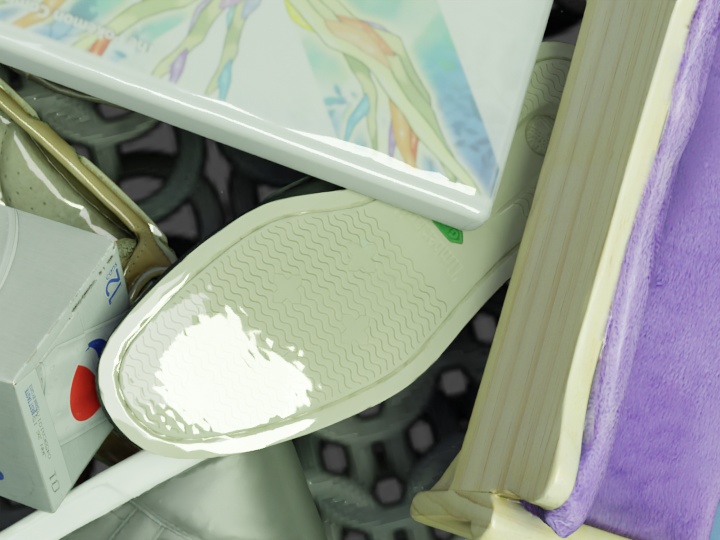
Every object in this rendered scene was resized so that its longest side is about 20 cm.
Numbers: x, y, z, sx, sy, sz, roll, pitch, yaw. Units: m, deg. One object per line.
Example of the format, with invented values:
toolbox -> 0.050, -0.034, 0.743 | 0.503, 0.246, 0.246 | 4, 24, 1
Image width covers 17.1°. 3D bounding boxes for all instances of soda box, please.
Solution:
soda box -> -0.172, 0.006, 0.767 | 0.200, 0.068, 0.063 | 17, 52, 21

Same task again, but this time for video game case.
video game case -> -0.030, -0.129, 0.737 | 0.200, 0.022, 0.183 | 20, 74, -10

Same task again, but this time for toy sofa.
toy sofa -> 0.092, -0.004, 0.711 | 0.083, 0.098, 0.200 | 20, 79, -19

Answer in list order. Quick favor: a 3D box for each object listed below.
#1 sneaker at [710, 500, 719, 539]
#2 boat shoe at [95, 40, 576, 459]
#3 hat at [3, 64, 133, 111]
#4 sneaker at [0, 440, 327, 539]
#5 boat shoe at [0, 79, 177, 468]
sneaker -> 0.107, 0.036, 0.803 | 0.088, 0.075, 0.200 | -2, 70, 22
boat shoe -> 0.000, 0.000, 0.762 | 0.200, 0.068, 0.072 | -34, 93, -24
hat -> -0.058, -0.150, 0.795 | 0.200, 0.081, 0.201 | -2, 96, -16
sneaker -> -0.091, 0.128, 0.777 | 0.200, 0.071, 0.099 | -31, 88, 11
boat shoe -> -0.109, -0.009, 0.809 | 0.073, 0.063, 0.201 | -35, 85, -6
